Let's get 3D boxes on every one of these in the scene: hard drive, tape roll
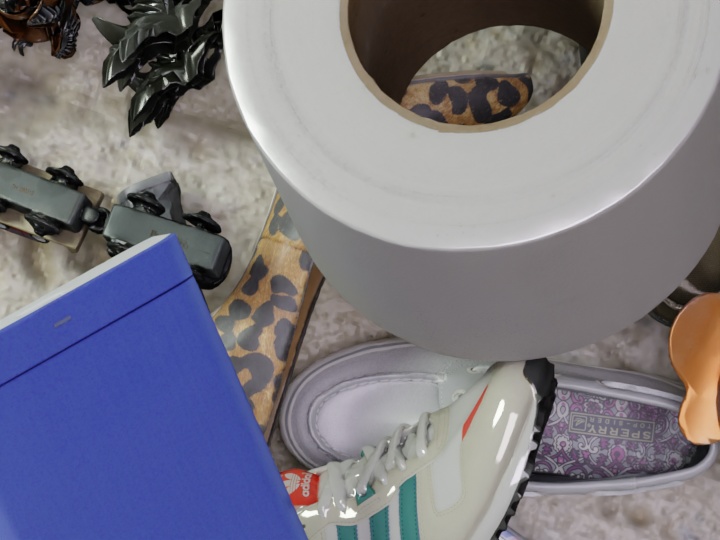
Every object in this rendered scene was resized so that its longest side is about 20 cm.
[{"bbox_3d":[-0.088,0.104,1.126,0.132,0.025,0.201,-30,103,-33],"label":"hard drive"},{"bbox_3d":[0.053,-0.079,1.141,0.201,0.139,0.204,-3,71,8],"label":"tape roll"}]

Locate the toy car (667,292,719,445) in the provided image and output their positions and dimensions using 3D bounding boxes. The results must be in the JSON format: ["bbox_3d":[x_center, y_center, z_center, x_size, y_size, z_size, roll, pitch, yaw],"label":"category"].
[{"bbox_3d":[0.216,0.084,1.230,0.199,0.184,0.178,26,89,3],"label":"toy car"}]

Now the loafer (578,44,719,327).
[{"bbox_3d":[0.133,-0.070,1.257,0.075,0.070,0.201,-14,93,-2],"label":"loafer"}]

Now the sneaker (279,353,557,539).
[{"bbox_3d":[0.007,0.104,1.215,0.093,0.070,0.200,29,119,-2],"label":"sneaker"}]

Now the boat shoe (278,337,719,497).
[{"bbox_3d":[0.064,0.072,1.267,0.198,0.069,0.073,10,90,-5],"label":"boat shoe"}]

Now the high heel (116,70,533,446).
[{"bbox_3d":[0.000,0.000,1.244,0.199,0.071,0.143,-21,74,10],"label":"high heel"}]

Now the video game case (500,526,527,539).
[{"bbox_3d":[0.084,0.218,1.296,0.200,0.018,0.144,36,87,-5],"label":"video game case"}]

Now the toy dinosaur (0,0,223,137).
[{"bbox_3d":[-0.116,-0.143,1.242,0.200,0.102,0.136,-39,76,18],"label":"toy dinosaur"}]

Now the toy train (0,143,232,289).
[{"bbox_3d":[-0.146,-0.032,1.239,0.199,0.046,0.034,19,77,15],"label":"toy train"}]
